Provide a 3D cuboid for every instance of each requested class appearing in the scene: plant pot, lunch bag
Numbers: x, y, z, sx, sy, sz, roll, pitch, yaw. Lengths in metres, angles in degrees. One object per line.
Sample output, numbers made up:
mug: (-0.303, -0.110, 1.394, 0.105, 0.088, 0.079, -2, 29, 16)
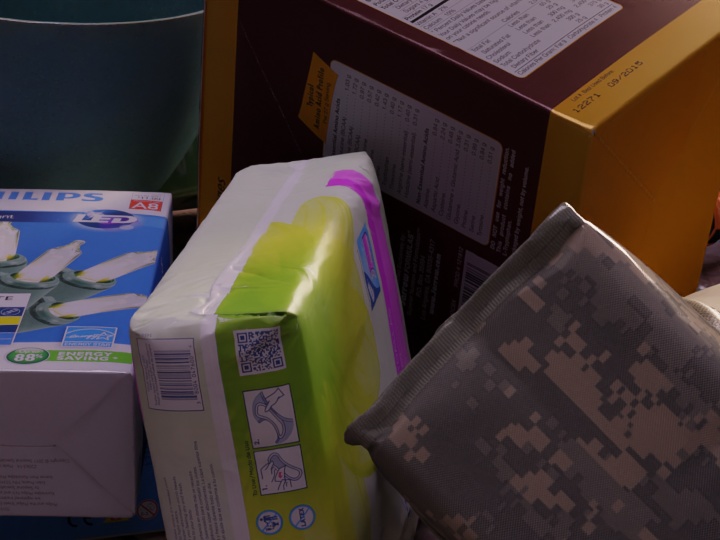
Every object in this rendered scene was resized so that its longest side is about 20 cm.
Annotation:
plant pot: (-0.160, -0.085, 0.965, 0.198, 0.136, 0.200, 6, 24, -3)
lunch bag: (0.091, 0.075, 0.693, 0.164, 0.118, 0.200, 44, 1, 7)

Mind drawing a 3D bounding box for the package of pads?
package of pads: (-0.025, 0.057, 0.757, 0.068, 0.156, 0.200, -6, 17, 11)

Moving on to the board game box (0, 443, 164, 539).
board game box: (-0.169, 0.053, 0.884, 0.198, 0.056, 0.196, -5, 22, -19)

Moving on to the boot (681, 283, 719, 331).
boot: (0.167, 0.044, 0.865, 0.154, 0.073, 0.200, -16, -12, -12)

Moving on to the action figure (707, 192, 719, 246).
action figure: (0.127, -0.056, 1.140, 0.199, 0.105, 0.193, 25, 13, 25)

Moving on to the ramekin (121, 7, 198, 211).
ramekin: (-0.062, -0.093, 1.132, 0.198, 0.099, 0.200, -9, 0, 0)

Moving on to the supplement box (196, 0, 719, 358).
supplement box: (0.043, -0.047, 0.901, 0.199, 0.199, 0.133, 29, 43, 27)

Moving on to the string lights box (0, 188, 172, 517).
string lights box: (-0.130, 0.026, 0.794, 0.102, 0.060, 0.200, 1, 21, -2)
